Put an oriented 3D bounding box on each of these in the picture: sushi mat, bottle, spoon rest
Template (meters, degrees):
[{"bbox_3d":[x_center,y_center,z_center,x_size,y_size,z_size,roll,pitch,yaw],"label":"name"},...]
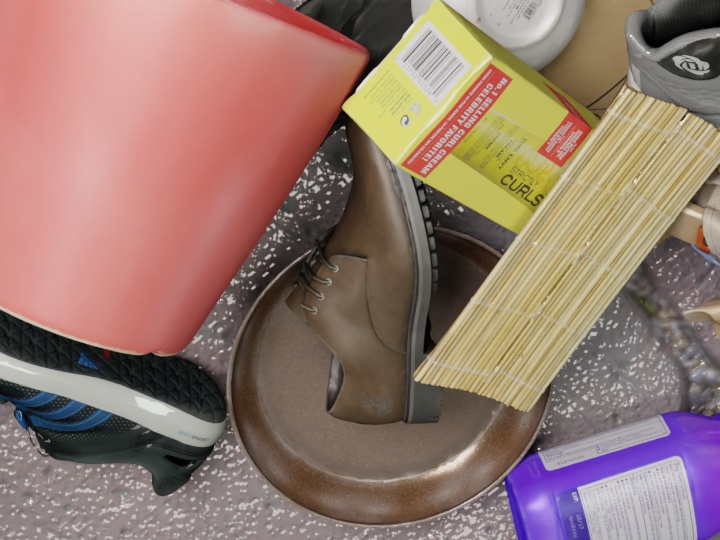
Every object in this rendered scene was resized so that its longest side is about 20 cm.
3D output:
[{"bbox_3d":[0.116,-0.008,0.945,0.095,0.012,0.201,20,113,-39],"label":"sushi mat"},{"bbox_3d":[0.192,0.131,1.085,0.198,0.065,0.084,-17,120,-2],"label":"bottle"},{"bbox_3d":[0.104,-0.190,0.933,0.099,0.061,0.201,29,106,-22],"label":"spoon rest"}]

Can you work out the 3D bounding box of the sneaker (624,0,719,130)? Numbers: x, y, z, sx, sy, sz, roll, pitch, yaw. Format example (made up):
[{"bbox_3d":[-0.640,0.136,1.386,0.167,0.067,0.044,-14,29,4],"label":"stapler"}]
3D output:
[{"bbox_3d":[0.230,-0.118,0.899,0.198,0.076,0.116,-4,159,17],"label":"sneaker"}]

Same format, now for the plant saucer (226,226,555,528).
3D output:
[{"bbox_3d":[0.017,0.061,1.044,0.198,0.032,0.202,-4,113,-9],"label":"plant saucer"}]

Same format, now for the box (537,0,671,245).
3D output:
[{"bbox_3d":[0.182,-0.109,1.003,0.199,0.021,0.164,-31,115,5],"label":"box"}]

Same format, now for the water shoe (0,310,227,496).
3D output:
[{"bbox_3d":[-0.176,0.074,0.995,0.198,0.072,0.079,23,116,-14],"label":"water shoe"}]

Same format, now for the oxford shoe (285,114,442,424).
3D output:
[{"bbox_3d":[0.000,0.000,0.959,0.083,0.073,0.202,-5,114,-5],"label":"oxford shoe"}]

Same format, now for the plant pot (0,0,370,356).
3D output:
[{"bbox_3d":[-0.117,-0.067,0.862,0.199,0.200,0.179,21,100,-17],"label":"plant pot"}]

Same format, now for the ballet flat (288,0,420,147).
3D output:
[{"bbox_3d":[-0.039,-0.093,0.967,0.200,0.057,0.066,-44,90,4],"label":"ballet flat"}]

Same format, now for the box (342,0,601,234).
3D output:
[{"bbox_3d":[0.075,-0.069,0.905,0.075,0.050,0.200,-47,149,11],"label":"box"}]

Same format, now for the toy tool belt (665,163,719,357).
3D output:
[{"bbox_3d":[0.246,0.005,1.020,0.122,0.126,0.200,-9,140,29],"label":"toy tool belt"}]
